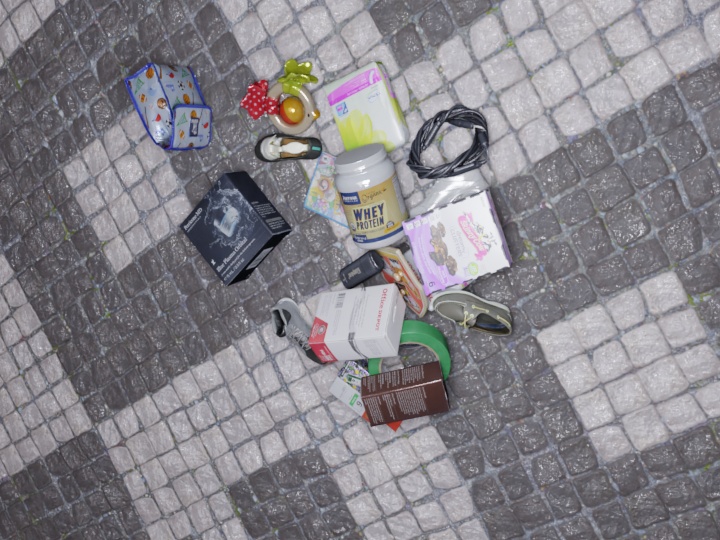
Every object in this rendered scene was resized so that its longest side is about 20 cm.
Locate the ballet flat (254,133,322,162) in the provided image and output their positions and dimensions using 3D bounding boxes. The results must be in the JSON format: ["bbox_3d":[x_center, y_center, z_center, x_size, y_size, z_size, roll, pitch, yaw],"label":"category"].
[{"bbox_3d":[-0.186,-0.300,1.669,0.194,0.068,0.070,0,96,24],"label":"ballet flat"}]

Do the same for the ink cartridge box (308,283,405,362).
[{"bbox_3d":[-0.005,0.121,1.570,0.195,0.150,0.084,-8,138,26],"label":"ink cartridge box"}]

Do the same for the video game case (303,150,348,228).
[{"bbox_3d":[-0.032,-0.183,1.672,0.196,0.018,0.147,26,106,13],"label":"video game case"}]

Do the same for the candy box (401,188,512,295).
[{"bbox_3d":[0.210,-0.062,1.490,0.195,0.071,0.172,-19,92,21],"label":"candy box"}]

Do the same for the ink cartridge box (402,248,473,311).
[{"bbox_3d":[0.202,-0.026,1.582,0.198,0.084,0.146,-37,86,20],"label":"ink cartridge box"}]

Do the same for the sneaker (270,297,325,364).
[{"bbox_3d":[-0.163,0.167,1.728,0.075,0.115,0.201,-42,84,20],"label":"sneaker"}]

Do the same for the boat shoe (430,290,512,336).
[{"bbox_3d":[0.254,0.099,1.552,0.196,0.061,0.073,14,128,-14],"label":"boat shoe"}]

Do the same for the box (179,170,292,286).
[{"bbox_3d":[-0.314,-0.107,1.733,0.196,0.117,0.201,-43,83,21],"label":"box"}]

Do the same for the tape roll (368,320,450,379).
[{"bbox_3d":[0.114,0.212,1.627,0.194,0.049,0.205,0,124,0],"label":"tape roll"}]

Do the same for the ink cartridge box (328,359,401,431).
[{"bbox_3d":[0.028,0.311,1.721,0.198,0.050,0.111,36,109,11],"label":"ink cartridge box"}]

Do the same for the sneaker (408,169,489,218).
[{"bbox_3d":[0.191,-0.183,1.572,0.196,0.078,0.102,-26,83,14],"label":"sneaker"}]

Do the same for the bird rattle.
[{"bbox_3d":[-0.183,-0.400,1.647,0.197,0.113,0.165,-28,106,24],"label":"bird rattle"}]

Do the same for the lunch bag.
[{"bbox_3d":[-0.460,-0.397,1.704,0.121,0.169,0.205,-20,92,26],"label":"lunch bag"}]

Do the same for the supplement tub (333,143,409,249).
[{"bbox_3d":[0.024,-0.167,1.549,0.140,0.145,0.205,-10,114,20],"label":"supplement tub"}]

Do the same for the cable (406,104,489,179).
[{"bbox_3d":[0.188,-0.283,1.532,0.195,0.051,0.168,-17,68,20],"label":"cable"}]

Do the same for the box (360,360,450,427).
[{"bbox_3d":[0.104,0.287,1.605,0.194,0.076,0.102,-12,123,10],"label":"box"}]

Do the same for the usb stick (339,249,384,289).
[{"bbox_3d":[0.000,0.000,1.623,0.056,0.032,0.199,56,153,-1],"label":"usb stick"}]

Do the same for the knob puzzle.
[{"bbox_3d":[0.089,0.032,1.589,0.030,0.220,0.221,-37,85,-15],"label":"knob puzzle"}]

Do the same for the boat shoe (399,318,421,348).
[{"bbox_3d":[0.065,0.155,1.658,0.194,0.093,0.077,7,102,18],"label":"boat shoe"}]

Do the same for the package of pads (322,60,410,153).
[{"bbox_3d":[0.019,-0.363,1.596,0.151,0.068,0.205,-19,94,22],"label":"package of pads"}]
